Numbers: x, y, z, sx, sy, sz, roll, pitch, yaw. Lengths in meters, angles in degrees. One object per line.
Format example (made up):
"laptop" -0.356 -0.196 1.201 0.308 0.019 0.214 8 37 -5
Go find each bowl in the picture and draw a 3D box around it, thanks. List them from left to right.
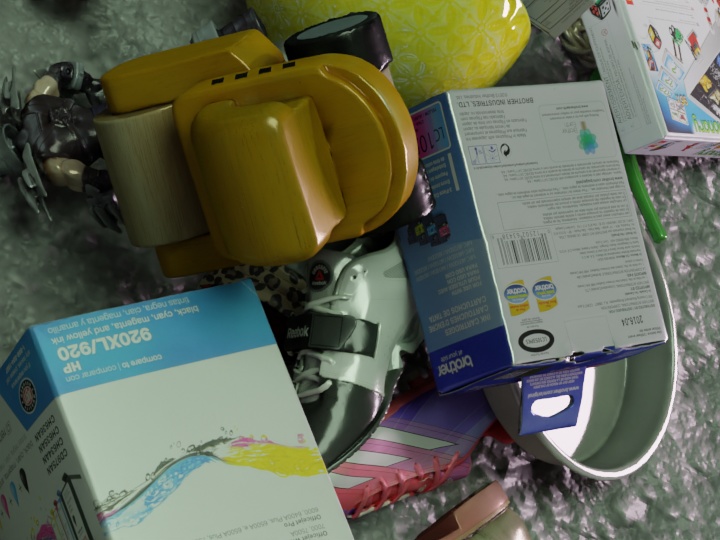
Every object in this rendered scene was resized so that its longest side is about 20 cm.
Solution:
"bowl" -0.001 -0.150 1.618 0.200 0.200 0.108 31 74 -10

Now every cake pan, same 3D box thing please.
"cake pan" 0.135 0.037 1.619 0.200 0.037 0.201 16 69 -47

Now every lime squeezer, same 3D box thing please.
"lime squeezer" 0.183 -0.101 1.730 0.071 0.038 0.200 53 28 -31

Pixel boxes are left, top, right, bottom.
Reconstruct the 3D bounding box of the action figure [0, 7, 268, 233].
"action figure" -0.142 -0.088 1.548 0.199 0.069 0.130 -17 63 -3

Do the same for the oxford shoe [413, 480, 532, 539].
"oxford shoe" 0.041 0.204 1.506 0.200 0.071 0.074 -37 87 -36

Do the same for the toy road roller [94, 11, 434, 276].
"toy road roller" -0.065 -0.060 1.408 0.146 0.199 0.123 -45 122 -62

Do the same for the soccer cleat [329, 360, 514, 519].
"soccer cleat" 0.024 0.115 1.552 0.200 0.067 0.077 -35 87 -39

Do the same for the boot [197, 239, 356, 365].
"boot" 0.000 0.000 1.595 0.200 0.073 0.151 36 58 -16

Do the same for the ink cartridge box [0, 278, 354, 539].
"ink cartridge box" -0.112 0.135 1.415 0.144 0.147 0.200 -12 70 -32

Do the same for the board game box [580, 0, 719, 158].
"board game box" 0.217 -0.143 1.739 0.200 0.035 0.127 -2 73 -60

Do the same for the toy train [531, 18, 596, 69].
"toy train" 0.149 -0.223 1.764 0.200 0.116 0.085 41 54 -1

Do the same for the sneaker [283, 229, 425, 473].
"sneaker" -0.015 0.036 1.494 0.089 0.074 0.200 49 54 -27

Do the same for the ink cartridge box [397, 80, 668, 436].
"ink cartridge box" 0.099 -0.006 1.502 0.136 0.076 0.201 -7 78 -40

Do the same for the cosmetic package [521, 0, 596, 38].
"cosmetic package" 0.125 -0.253 1.655 0.082 0.051 0.200 31 47 -20
